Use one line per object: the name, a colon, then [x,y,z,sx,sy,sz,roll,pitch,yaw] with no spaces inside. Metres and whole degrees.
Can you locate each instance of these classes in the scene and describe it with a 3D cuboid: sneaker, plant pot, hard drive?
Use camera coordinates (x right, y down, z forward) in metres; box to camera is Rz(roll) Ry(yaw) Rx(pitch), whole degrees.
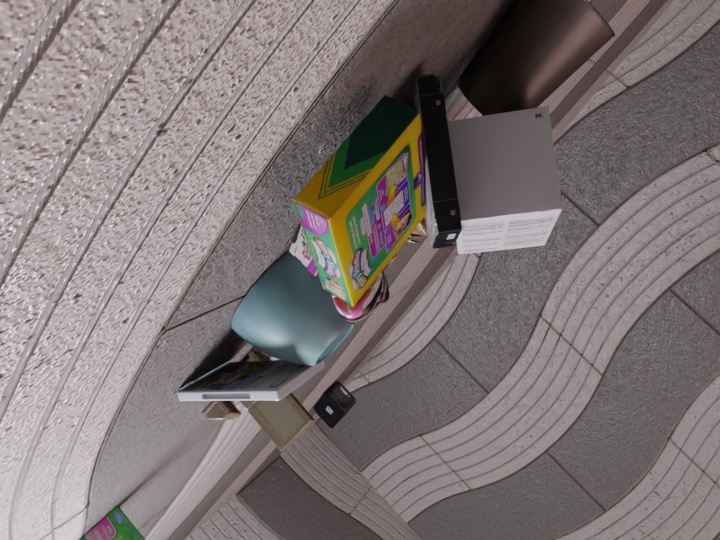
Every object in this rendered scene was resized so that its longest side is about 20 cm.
sneaker: [0.006,0.029,0.893,0.072,0.089,0.201,-15,-157,9]
plant pot: [-0.086,0.070,0.968,0.200,0.135,0.200,-44,170,-10]
hard drive: [0.100,-0.139,0.818,0.037,0.204,0.140,-6,175,3]

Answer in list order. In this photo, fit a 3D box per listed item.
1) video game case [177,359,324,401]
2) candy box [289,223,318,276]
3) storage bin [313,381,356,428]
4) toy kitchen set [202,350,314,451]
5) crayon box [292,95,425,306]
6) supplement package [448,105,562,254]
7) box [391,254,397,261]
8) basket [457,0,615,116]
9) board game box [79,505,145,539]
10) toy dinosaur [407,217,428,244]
video game case: [-0.175,0.176,0.988,0.197,0.018,0.143,-6,-170,27]
candy box: [-0.004,-0.095,0.889,0.199,0.061,0.137,-36,163,-43]
storage bin: [-0.122,0.634,2.872,0.093,0.135,0.201,-36,165,-41]
toy kitchen set: [-0.195,0.290,1.212,0.163,0.180,0.200,-44,165,-5]
crayon box: [0.008,-0.077,0.747,0.173,0.058,0.201,-50,155,-20]
supplement package: [0.211,-0.128,0.932,0.148,0.155,0.200,-6,168,9]
box: [-0.007,0.009,1.299,0.160,0.049,0.200,-47,170,9]
basket: [0.251,-0.318,0.906,0.200,0.137,0.179,-47,156,25]
board game box: [-0.502,0.588,1.171,0.200,0.153,0.040,-41,168,-28]
toy dinosaur: [0.096,-0.093,1.064,0.084,0.199,0.138,-12,113,-25]
